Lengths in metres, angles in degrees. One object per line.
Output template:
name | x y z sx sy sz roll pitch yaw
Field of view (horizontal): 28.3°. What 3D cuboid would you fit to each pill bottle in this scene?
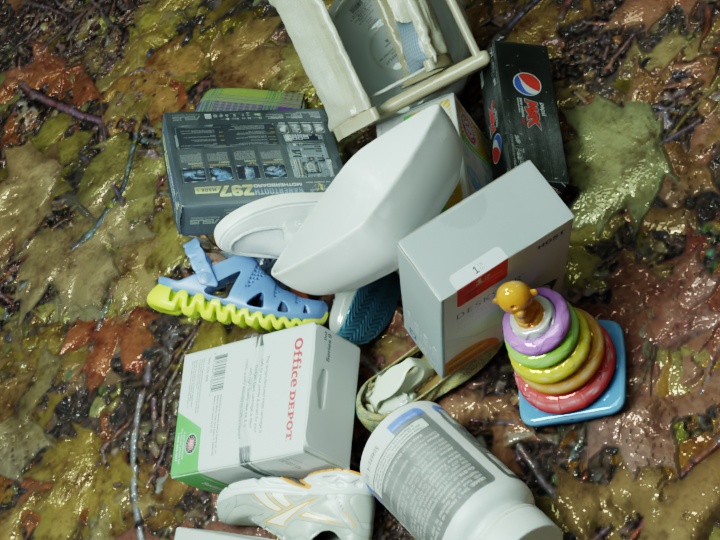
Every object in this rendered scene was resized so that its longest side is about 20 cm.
pill bottle | 0.098 0.226 1.389 0.114 0.114 0.200 -47 48 -3

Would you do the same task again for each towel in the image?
towel | -0.142 -0.172 1.763 0.142 0.023 0.201 4 33 1

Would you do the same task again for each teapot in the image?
teapot | 0.043 -0.260 1.712 0.197 0.146 0.200 1 94 5

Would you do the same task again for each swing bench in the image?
swing bench | 0.014 -0.274 1.576 0.198 0.130 0.201 -26 93 7

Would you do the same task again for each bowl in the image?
bowl | 0.018 -0.060 1.445 0.199 0.075 0.201 -28 25 55

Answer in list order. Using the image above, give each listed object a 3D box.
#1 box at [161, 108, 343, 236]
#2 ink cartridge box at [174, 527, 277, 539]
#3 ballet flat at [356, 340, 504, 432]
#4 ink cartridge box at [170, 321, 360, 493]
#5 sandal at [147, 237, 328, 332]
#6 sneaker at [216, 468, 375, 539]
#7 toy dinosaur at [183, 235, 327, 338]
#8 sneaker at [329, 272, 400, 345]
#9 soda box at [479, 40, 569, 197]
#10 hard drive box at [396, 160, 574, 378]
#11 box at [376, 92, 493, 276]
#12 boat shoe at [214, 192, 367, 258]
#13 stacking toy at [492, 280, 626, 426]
box | -0.120 -0.114 1.627 0.197 0.051 0.159 -4 47 -15
ink cartridge box | -0.127 0.367 1.431 0.143 0.084 0.203 2 77 32
ballet flat | 0.075 0.098 1.515 0.199 0.071 0.071 -40 49 4
ink cartridge box | -0.103 0.153 1.549 0.198 0.084 0.148 -15 59 37
sandal | -0.130 0.019 1.563 0.197 0.080 0.088 12 81 -3
sneaker | -0.071 0.264 1.501 0.198 0.075 0.093 -12 68 32
toy dinosaur | -0.104 -0.009 1.655 0.197 0.105 0.184 6 85 -1
sneaker | 0.000 0.000 1.620 0.080 0.077 0.202 0 53 30
soda box | 0.181 -0.161 1.597 0.070 0.064 0.202 5 56 -12
hard drive box | 0.121 0.003 1.405 0.155 0.201 0.077 -32 66 -10
box | 0.091 -0.077 1.584 0.100 0.113 0.202 -20 52 21
boat shoe | -0.057 -0.037 1.551 0.198 0.072 0.069 -5 53 -22
stacking toy | 0.177 0.061 1.386 0.115 0.200 0.111 -12 56 24
